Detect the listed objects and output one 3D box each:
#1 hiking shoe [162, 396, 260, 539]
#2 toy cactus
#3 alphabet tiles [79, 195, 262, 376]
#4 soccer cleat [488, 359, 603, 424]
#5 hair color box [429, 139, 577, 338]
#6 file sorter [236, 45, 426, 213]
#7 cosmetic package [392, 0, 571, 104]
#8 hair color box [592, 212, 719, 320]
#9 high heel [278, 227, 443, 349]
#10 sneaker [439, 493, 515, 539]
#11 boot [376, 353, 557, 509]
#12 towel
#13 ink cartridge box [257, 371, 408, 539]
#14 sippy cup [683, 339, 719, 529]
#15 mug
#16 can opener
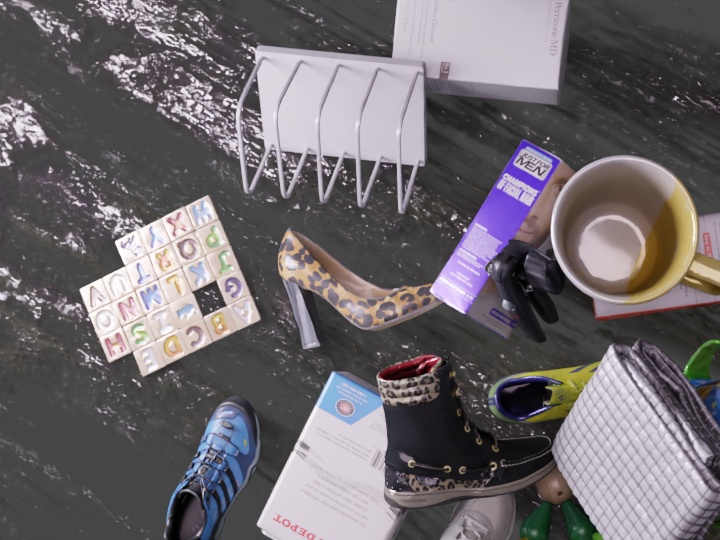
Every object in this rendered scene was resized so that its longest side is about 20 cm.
[{"bbox_3d":[-0.173,0.246,1.631,0.074,0.087,0.202,18,89,12],"label":"hiking shoe"},{"bbox_3d":[0.231,0.273,1.558,0.199,0.102,0.166,-33,71,15],"label":"toy cactus"},{"bbox_3d":[-0.240,0.026,1.702,0.198,0.008,0.169,-25,82,8],"label":"alphabet tiles"},{"bbox_3d":[0.241,0.137,1.562,0.198,0.084,0.065,-10,84,10],"label":"soccer cleat"},{"bbox_3d":[0.175,-0.033,1.569,0.065,0.109,0.201,32,92,37],"label":"hair color box"},{"bbox_3d":[-0.033,-0.156,1.586,0.198,0.140,0.125,7,42,12],"label":"file sorter"},{"bbox_3d":[0.141,-0.261,1.613,0.198,0.081,0.114,5,85,12],"label":"cosmetic package"},{"bbox_3d":[0.356,-0.006,1.563,0.198,0.061,0.103,-7,84,11],"label":"hair color box"},{"bbox_3d":[0.000,0.000,1.623,0.198,0.071,0.144,-16,89,18],"label":"high heel"},{"bbox_3d":[0.111,0.326,1.568,0.075,0.092,0.201,31,92,11],"label":"sneaker"},{"bbox_3d":[0.115,0.166,1.511,0.201,0.073,0.155,-11,107,-10],"label":"boot"},{"bbox_3d":[0.302,0.197,1.446,0.201,0.085,0.166,57,135,36],"label":"towel"},{"bbox_3d":[-0.007,0.238,1.601,0.145,0.084,0.201,28,91,10],"label":"ink cartridge box"},{"bbox_3d":[0.392,0.172,1.482,0.139,0.130,0.179,-32,87,-25],"label":"sippy cup"},{"bbox_3d":[0.281,-0.017,1.466,0.149,0.153,0.187,-36,81,-1],"label":"mug"},{"bbox_3d":[0.183,0.030,1.525,0.063,0.200,0.078,-45,62,-11],"label":"can opener"}]
